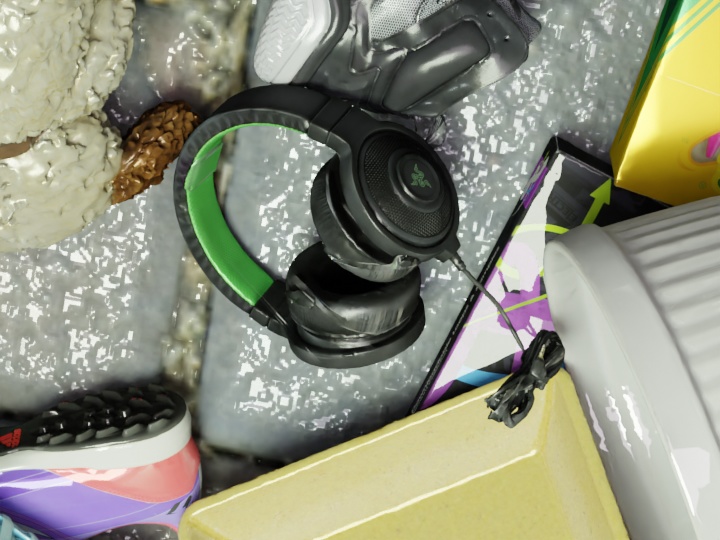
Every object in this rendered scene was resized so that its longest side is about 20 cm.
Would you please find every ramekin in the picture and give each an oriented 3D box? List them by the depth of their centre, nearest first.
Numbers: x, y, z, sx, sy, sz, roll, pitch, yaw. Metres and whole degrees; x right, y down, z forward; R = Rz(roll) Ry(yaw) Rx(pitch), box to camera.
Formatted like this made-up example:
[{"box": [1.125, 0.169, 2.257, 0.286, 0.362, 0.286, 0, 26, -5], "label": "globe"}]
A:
[{"box": [0.162, 0.061, 1.080, 0.105, 0.200, 0.201, -21, 103, -5], "label": "ramekin"}]

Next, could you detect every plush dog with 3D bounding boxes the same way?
[{"box": [-0.161, -0.083, 1.122, 0.199, 0.161, 0.172, -4, 127, 2], "label": "plush dog"}]

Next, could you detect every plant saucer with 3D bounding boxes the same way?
[{"box": [0.036, 0.169, 1.142, 0.199, 0.048, 0.201, -22, 63, 7], "label": "plant saucer"}]

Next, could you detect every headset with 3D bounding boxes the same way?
[{"box": [0.000, 0.000, 1.134, 0.199, 0.094, 0.124, 27, 132, 10], "label": "headset"}]

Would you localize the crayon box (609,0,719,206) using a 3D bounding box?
[{"box": [0.235, -0.091, 1.139, 0.199, 0.058, 0.173, 18, 104, -3], "label": "crayon box"}]

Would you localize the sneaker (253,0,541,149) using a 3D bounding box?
[{"box": [0.040, -0.152, 1.124, 0.113, 0.076, 0.201, 27, 109, -6], "label": "sneaker"}]

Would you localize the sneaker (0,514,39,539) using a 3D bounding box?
[{"box": [-0.133, 0.153, 1.162, 0.082, 0.074, 0.200, -28, 126, 16], "label": "sneaker"}]

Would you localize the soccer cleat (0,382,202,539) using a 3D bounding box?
[{"box": [-0.174, 0.107, 1.202, 0.199, 0.068, 0.073, -9, 115, 4], "label": "soccer cleat"}]

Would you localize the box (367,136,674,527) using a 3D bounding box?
[{"box": [0.109, 0.058, 1.193, 0.143, 0.036, 0.201, 26, 105, -5], "label": "box"}]
